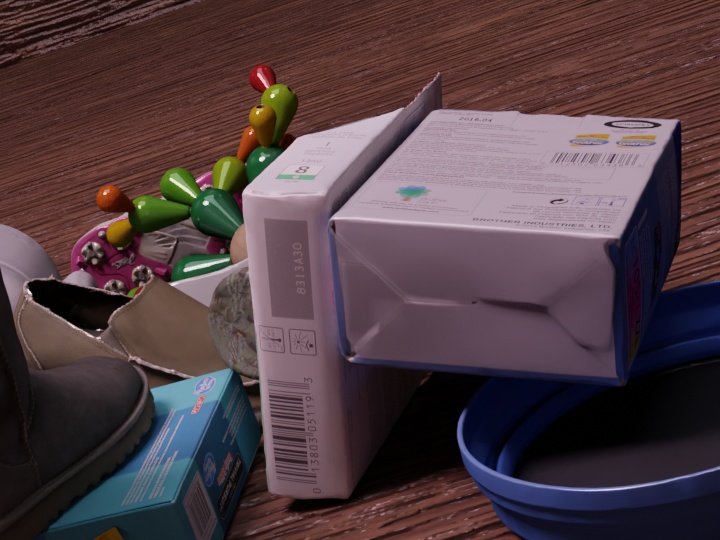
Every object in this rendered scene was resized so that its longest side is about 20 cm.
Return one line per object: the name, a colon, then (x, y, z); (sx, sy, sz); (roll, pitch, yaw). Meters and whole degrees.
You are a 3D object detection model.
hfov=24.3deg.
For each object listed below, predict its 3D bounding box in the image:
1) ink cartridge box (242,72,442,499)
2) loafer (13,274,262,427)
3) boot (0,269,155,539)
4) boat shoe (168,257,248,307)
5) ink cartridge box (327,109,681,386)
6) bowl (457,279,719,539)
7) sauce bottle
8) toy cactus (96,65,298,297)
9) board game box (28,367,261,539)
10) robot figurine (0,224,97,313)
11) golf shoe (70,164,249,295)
ink cartridge box: (0.000, 0.000, 0.864); (0.050, 0.162, 0.200); (3, 24, 16)
loafer: (-0.117, 0.043, 0.959); (0.199, 0.070, 0.075); (5, 24, 13)
boot: (-0.176, 0.015, 0.778); (0.072, 0.201, 0.182); (-11, 20, 23)
boat shoe: (-0.066, 0.027, 1.039); (0.199, 0.071, 0.064); (-28, -15, -3)
ink cartridge box: (0.082, -0.024, 0.818); (0.136, 0.077, 0.200); (5, 25, 18)
bowl: (0.143, 0.061, 0.733); (0.200, 0.040, 0.201); (-18, 17, 6)
sauce bottle: (-0.002, 0.012, 0.947); (0.064, 0.065, 0.200); (-7, 7, 35)
toy cactus: (-0.091, -0.038, 1.157); (0.200, 0.102, 0.165); (-49, 51, -4)
board game box: (-0.161, 0.123, 0.855); (0.199, 0.047, 0.151); (-15, 18, 13)
robot figurine: (-0.257, 0.036, 1.116); (0.169, 0.113, 0.200); (-18, 17, -2)
golf shoe: (-0.124, -0.039, 1.279); (0.199, 0.076, 0.092); (-17, 14, 2)
